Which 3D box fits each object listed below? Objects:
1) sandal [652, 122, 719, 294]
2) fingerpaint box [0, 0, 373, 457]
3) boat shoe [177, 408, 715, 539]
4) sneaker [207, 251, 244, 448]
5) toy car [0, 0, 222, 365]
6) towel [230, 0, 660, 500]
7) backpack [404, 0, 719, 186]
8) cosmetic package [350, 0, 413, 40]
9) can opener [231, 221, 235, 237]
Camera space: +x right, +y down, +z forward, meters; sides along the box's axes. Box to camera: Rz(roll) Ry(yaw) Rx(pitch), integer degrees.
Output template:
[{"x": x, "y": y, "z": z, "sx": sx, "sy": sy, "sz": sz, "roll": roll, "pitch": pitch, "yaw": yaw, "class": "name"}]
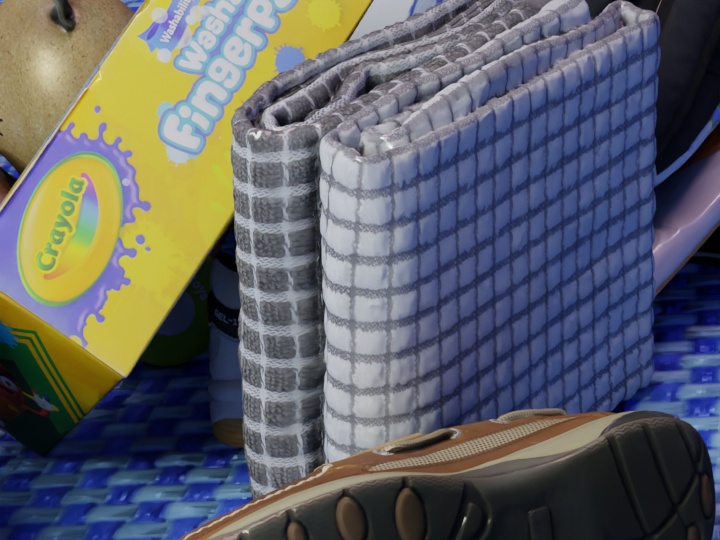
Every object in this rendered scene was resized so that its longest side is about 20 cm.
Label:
[{"x": 0.151, "y": -0.016, "z": 1.051, "sx": 0.207, "sy": 0.059, "sz": 0.079, "roll": -44, "pitch": 19, "yaw": -28, "class": "sandal"}, {"x": -0.079, "y": -0.041, "z": 0.917, "sx": 0.201, "sy": 0.073, "sz": 0.167, "roll": -58, "pitch": 7, "yaw": -22, "class": "fingerpaint box"}, {"x": 0.021, "y": 0.089, "z": 0.779, "sx": 0.199, "sy": 0.076, "sz": 0.074, "roll": -9, "pitch": 13, "yaw": -31, "class": "boat shoe"}, {"x": 0.000, "y": 0.000, "z": 0.998, "sx": 0.075, "sy": 0.088, "sz": 0.200, "roll": 0, "pitch": 19, "yaw": 23, "class": "sneaker"}, {"x": -0.147, "y": -0.069, "z": 1.068, "sx": 0.156, "sy": 0.202, "sz": 0.164, "roll": -11, "pitch": 20, "yaw": -13, "class": "toy car"}, {"x": 0.031, "y": -0.008, "z": 0.882, "sx": 0.085, "sy": 0.167, "sz": 0.200, "roll": 14, "pitch": 29, "yaw": 32, "class": "towel"}, {"x": 0.094, "y": -0.103, "z": 1.056, "sx": 0.153, "sy": 0.163, "sz": 0.201, "roll": -34, "pitch": 22, "yaw": 34, "class": "backpack"}, {"x": -0.037, "y": -0.090, "z": 1.194, "sx": 0.150, "sy": 0.052, "sz": 0.200, "roll": -15, "pitch": -7, "yaw": -17, "class": "cosmetic package"}, {"x": 0.033, "y": -0.034, "z": 1.126, "sx": 0.198, "sy": 0.079, "sz": 0.063, "roll": -2, "pitch": 10, "yaw": -14, "class": "can opener"}]
